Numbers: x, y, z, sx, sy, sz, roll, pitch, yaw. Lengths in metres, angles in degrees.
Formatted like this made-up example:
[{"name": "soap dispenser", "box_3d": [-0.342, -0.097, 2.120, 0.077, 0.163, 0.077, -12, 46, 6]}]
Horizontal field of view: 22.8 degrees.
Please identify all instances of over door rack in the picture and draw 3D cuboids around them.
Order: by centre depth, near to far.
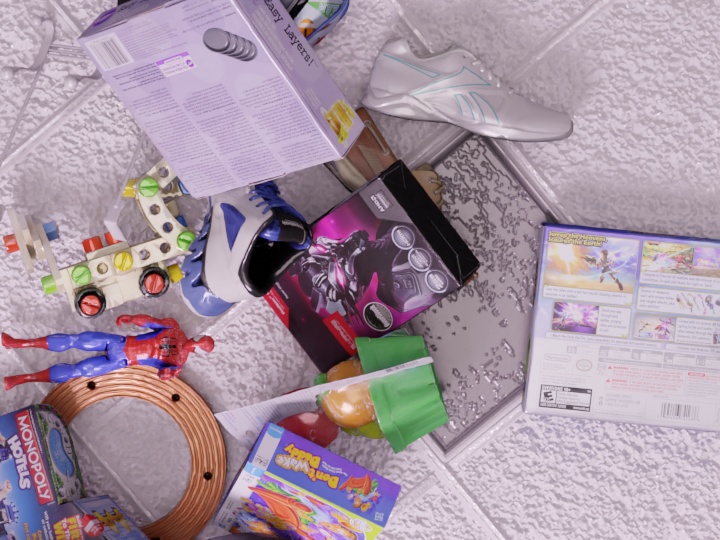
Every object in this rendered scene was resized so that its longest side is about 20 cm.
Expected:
[{"name": "over door rack", "box_3d": [-0.261, -0.137, 1.630, 0.147, 0.067, 0.200, 10, 77, 19]}]

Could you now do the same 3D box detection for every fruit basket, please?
[{"name": "fruit basket", "box_3d": [-0.023, 0.121, 1.647, 0.200, 0.185, 0.094, -11, 71, 6]}]

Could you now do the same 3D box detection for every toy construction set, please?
[{"name": "toy construction set", "box_3d": [-0.236, -0.031, 1.670, 0.200, 0.092, 0.131, -17, 97, 3]}]

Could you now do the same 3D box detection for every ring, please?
[{"name": "ring", "box_3d": [-0.228, 0.186, 1.730, 0.200, 0.019, 0.201, 0, 97, 2]}]

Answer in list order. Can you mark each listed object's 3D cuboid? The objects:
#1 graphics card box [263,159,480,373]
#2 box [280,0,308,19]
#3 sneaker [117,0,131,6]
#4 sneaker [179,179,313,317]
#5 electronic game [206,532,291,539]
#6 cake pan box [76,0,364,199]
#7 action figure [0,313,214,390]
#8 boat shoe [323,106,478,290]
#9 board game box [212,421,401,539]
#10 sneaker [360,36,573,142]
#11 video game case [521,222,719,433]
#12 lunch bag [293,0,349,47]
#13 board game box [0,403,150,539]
[{"name": "graphics card box", "box_3d": [0.000, 0.000, 1.641, 0.200, 0.051, 0.126, -33, 95, 37]}, {"name": "box", "box_3d": [-0.117, -0.307, 1.536, 0.200, 0.148, 0.107, 39, 100, -4]}, {"name": "sneaker", "box_3d": [-0.125, -0.203, 1.597, 0.200, 0.070, 0.078, 32, 71, -18]}, {"name": "sneaker", "box_3d": [-0.091, -0.056, 1.629, 0.115, 0.080, 0.200, -6, 70, 41]}, {"name": "electronic game", "box_3d": [-0.144, 0.300, 1.662, 0.200, 0.200, 0.042, -25, 63, 3]}, {"name": "cake pan box", "box_3d": [-0.122, -0.157, 1.514, 0.200, 0.052, 0.184, -13, 121, 42]}, {"name": "action figure", "box_3d": [-0.237, 0.076, 1.666, 0.200, 0.099, 0.065, -5, 84, -4]}, {"name": "boat shoe", "box_3d": [0.043, -0.070, 1.672, 0.074, 0.076, 0.200, -43, 95, 1]}, {"name": "board game box", "box_3d": [-0.053, 0.217, 1.643, 0.134, 0.200, 0.045, 26, 63, -2]}, {"name": "sneaker", "box_3d": [0.105, -0.167, 1.663, 0.200, 0.070, 0.080, 13, 93, 0]}, {"name": "video game case", "box_3d": [0.261, 0.054, 1.694, 0.200, 0.045, 0.182, 6, 97, 0]}, {"name": "lunch bag", "box_3d": [-0.119, -0.275, 1.653, 0.160, 0.076, 0.200, -40, 95, 7]}, {"name": "board game box", "box_3d": [-0.303, 0.233, 1.678, 0.200, 0.062, 0.200, -19, 81, 25]}]
